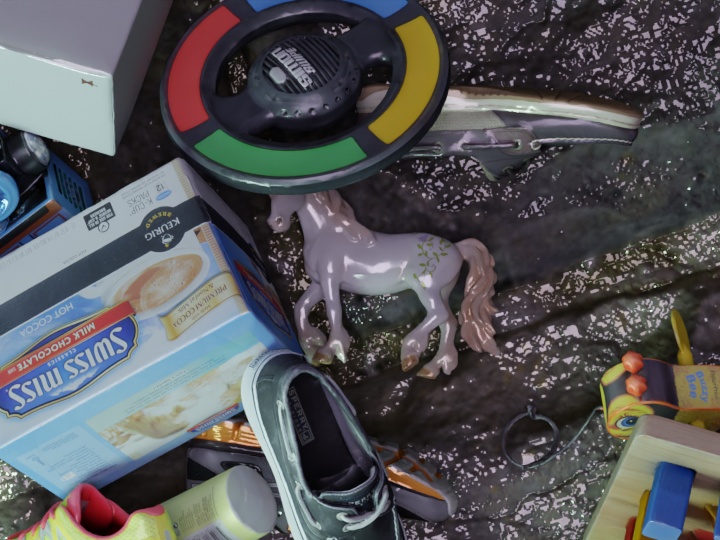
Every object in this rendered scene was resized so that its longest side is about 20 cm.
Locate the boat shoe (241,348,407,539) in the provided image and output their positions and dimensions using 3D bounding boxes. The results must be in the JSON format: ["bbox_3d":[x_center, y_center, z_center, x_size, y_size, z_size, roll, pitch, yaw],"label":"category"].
[{"bbox_3d":[-0.011,0.143,1.500,0.072,0.068,0.200,-29,109,-21],"label":"boat shoe"}]

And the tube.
[{"bbox_3d":[-0.145,0.196,1.589,0.200,0.052,0.058,-32,48,31],"label":"tube"}]

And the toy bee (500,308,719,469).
[{"bbox_3d":[0.208,0.096,1.550,0.200,0.109,0.131,-24,63,-12],"label":"toy bee"}]

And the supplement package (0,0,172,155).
[{"bbox_3d":[-0.188,-0.200,1.526,0.117,0.117,0.200,17,66,1],"label":"supplement package"}]

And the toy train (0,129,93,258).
[{"bbox_3d":[-0.280,-0.017,1.580,0.200,0.087,0.114,-36,129,13],"label":"toy train"}]

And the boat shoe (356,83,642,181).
[{"bbox_3d":[0.094,-0.095,1.580,0.199,0.072,0.065,4,98,6],"label":"boat shoe"}]

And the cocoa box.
[{"bbox_3d":[-0.160,0.045,1.543,0.200,0.133,0.131,-29,63,5],"label":"cocoa box"}]

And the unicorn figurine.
[{"bbox_3d":[0.000,0.000,1.592,0.199,0.074,0.138,8,83,-12],"label":"unicorn figurine"}]

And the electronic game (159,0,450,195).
[{"bbox_3d":[-0.038,-0.130,1.546,0.199,0.042,0.200,-5,51,6],"label":"electronic game"}]

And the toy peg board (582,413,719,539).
[{"bbox_3d":[0.252,0.206,1.509,0.199,0.199,0.098,15,59,2],"label":"toy peg board"}]

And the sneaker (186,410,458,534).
[{"bbox_3d":[-0.030,0.151,1.595,0.199,0.078,0.077,12,93,13],"label":"sneaker"}]

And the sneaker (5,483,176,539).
[{"bbox_3d":[-0.197,0.188,1.556,0.200,0.078,0.091,-1,98,32],"label":"sneaker"}]
